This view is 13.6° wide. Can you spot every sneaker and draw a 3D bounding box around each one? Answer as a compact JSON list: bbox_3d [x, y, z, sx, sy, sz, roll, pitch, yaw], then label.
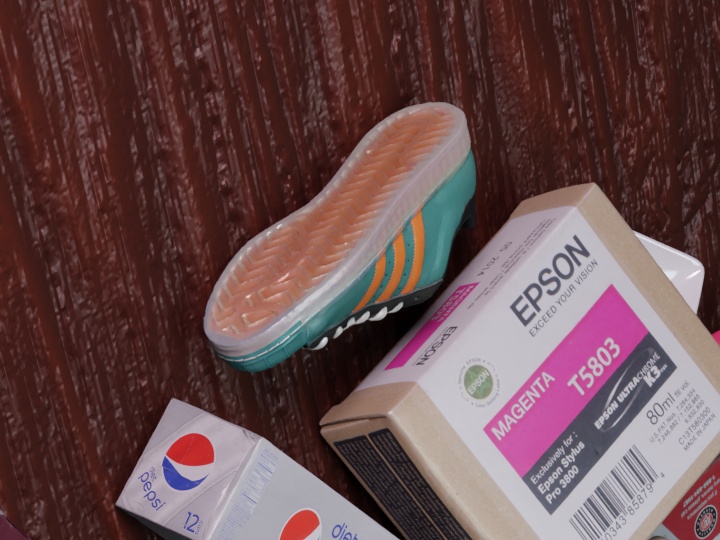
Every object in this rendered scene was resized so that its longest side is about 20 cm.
[{"bbox_3d":[0.000,0.000,1.548,0.200,0.071,0.080,-44,130,-33],"label":"sneaker"}]

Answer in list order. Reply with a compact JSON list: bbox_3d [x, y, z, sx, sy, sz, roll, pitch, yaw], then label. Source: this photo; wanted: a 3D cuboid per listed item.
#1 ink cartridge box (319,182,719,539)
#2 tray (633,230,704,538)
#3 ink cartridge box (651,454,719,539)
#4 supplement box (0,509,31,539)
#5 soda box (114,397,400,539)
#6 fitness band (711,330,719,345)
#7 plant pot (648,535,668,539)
[{"bbox_3d":[0.101,0.078,1.646,0.165,0.075,0.200,51,60,-14],"label":"ink cartridge box"},{"bbox_3d":[0.132,0.070,1.724,0.107,0.022,0.201,23,69,-23],"label":"tray"},{"bbox_3d":[0.165,0.220,1.814,0.144,0.084,0.201,-37,125,-37],"label":"ink cartridge box"},{"bbox_3d":[-0.212,0.206,1.375,0.200,0.061,0.109,-57,140,-17],"label":"supplement box"},{"bbox_3d":[-0.038,0.140,1.558,0.200,0.068,0.064,41,74,-49],"label":"soda box"},{"bbox_3d":[0.267,0.096,1.875,0.199,0.037,0.144,13,122,-31],"label":"fitness band"},{"bbox_3d":[0.225,0.263,1.638,0.200,0.183,0.201,13,90,-75],"label":"plant pot"}]
